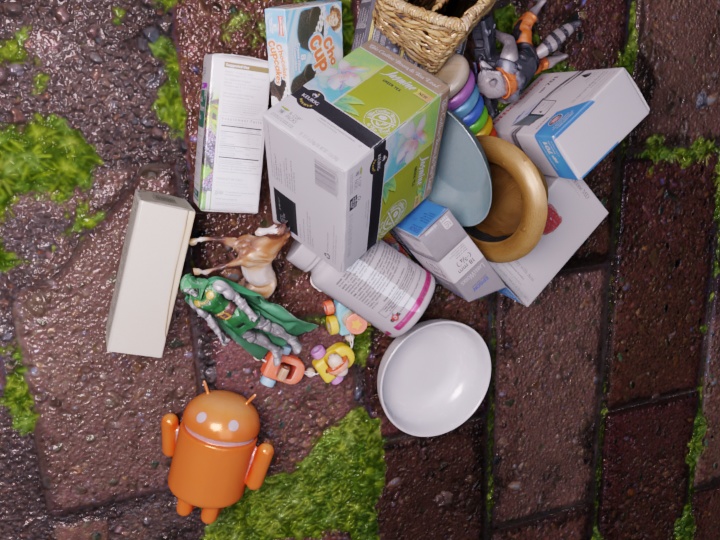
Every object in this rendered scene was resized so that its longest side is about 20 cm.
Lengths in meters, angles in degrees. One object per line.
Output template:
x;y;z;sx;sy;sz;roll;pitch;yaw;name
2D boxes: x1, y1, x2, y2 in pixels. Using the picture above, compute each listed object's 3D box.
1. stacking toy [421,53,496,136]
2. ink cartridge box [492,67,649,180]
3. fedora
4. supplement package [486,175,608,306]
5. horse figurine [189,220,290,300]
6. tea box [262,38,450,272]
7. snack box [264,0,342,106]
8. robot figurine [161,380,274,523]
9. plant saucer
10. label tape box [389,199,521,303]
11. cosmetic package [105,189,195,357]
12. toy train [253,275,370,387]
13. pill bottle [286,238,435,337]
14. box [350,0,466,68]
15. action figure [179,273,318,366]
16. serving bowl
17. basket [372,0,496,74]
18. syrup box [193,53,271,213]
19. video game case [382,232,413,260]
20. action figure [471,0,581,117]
0.158;-0.215;1.011;0.085;0.085;0.200;-49;131;-3;stacking toy
0.297;-0.219;1.040;0.146;0.200;0.086;-44;114;-6;ink cartridge box
0.203;-0.108;1.006;0.082;0.200;0.201;-21;112;-33;fedora
0.266;-0.067;1.115;0.121;0.120;0.200;43;87;-26;supplement package
-0.162;0.006;0.973;0.132;0.050;0.200;-11;139;-13;horse figurine
-0.005;-0.144;0.890;0.197;0.134;0.200;-44;158;-26;tea box
-0.069;-0.248;0.930;0.116;0.037;0.200;-33;130;-47;snack box
-0.214;0.262;1.018;0.117;0.144;0.200;5;104;-46;robot figurine
0.117;-0.155;0.964;0.039;0.201;0.201;-35;115;-22;plant saucer
0.131;-0.015;1.042;0.063;0.144;0.200;-44;115;-5;label tape box
-0.281;0.002;0.926;0.073;0.104;0.200;10;101;-23;cosmetic package
-0.062;0.107;1.068;0.150;0.056;0.200;28;93;-26;toy train
0.000;0.000;1.019;0.200;0.113;0.113;35;90;-14;pill bottle
0.067;-0.304;1.009;0.161;0.049;0.200;6;103;-26;box
-0.168;0.063;0.959;0.118;0.055;0.200;-35;127;23;action figure
0.113;0.168;1.150;0.200;0.066;0.201;-6;107;-20;serving bowl
0.115;-0.383;0.884;0.143;0.149;0.200;40;81;-3;basket
-0.173;-0.182;0.930;0.081;0.079;0.200;1;104;-22;syrup box
0.066;-0.065;1.092;0.143;0.017;0.200;-13;109;-18;video game case
0.228;-0.330;1.024;0.194;0.105;0.200;-49;136;-22;action figure
